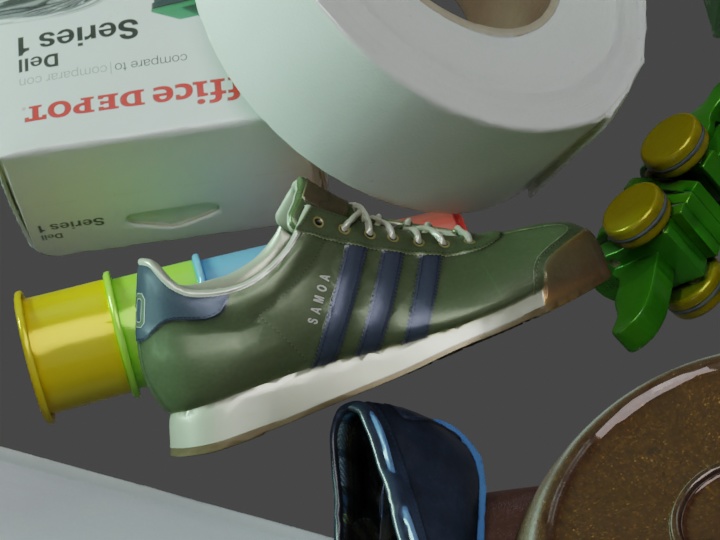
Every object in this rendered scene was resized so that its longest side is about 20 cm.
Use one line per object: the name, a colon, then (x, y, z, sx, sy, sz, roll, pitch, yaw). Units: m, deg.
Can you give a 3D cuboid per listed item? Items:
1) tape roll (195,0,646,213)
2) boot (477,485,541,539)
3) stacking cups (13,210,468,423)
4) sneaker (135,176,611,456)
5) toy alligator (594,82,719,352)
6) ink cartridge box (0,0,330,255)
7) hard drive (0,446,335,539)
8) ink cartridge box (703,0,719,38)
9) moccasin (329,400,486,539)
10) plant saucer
tape roll: (0.028, -0.127, 0.884, 0.201, 0.071, 0.203, 18, 51, -24)
boot: (0.123, 0.079, 0.823, 0.199, 0.064, 0.187, -15, 49, 6)
stacking cups: (-0.048, 0.013, 0.871, 0.199, 0.061, 0.061, -15, 60, -3)
sneaker: (0.000, 0.000, 0.821, 0.199, 0.067, 0.090, -22, 92, -9)
toy alligator: (0.149, -0.045, 0.894, 0.054, 0.059, 0.201, -4, 48, 52)
ink cartridge box: (-0.097, -0.120, 0.939, 0.145, 0.084, 0.201, -9, 59, 1)
hard drive: (-0.118, 0.140, 0.784, 0.199, 0.027, 0.132, 15, 54, 3)
ink cartridge box: (0.192, -0.227, 0.907, 0.087, 0.200, 0.146, -10, 59, -1)
moccasin: (0.005, 0.141, 0.760, 0.080, 0.068, 0.201, -39, 37, 33)
plant saucer: (0.142, 0.098, 0.726, 0.199, 0.035, 0.201, -15, 43, 15)
